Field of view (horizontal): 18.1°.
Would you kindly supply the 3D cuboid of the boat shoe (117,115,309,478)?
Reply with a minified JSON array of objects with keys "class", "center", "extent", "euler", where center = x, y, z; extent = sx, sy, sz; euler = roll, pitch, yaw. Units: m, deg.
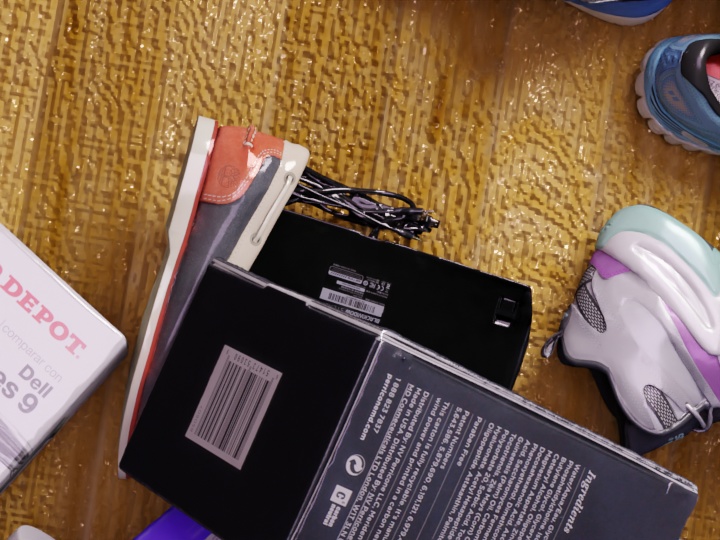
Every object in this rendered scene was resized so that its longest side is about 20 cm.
[{"class":"boat shoe","center":[-0.082,0.020,1.190],"extent":[0.062,0.071,0.201],"euler":[15,98,-9]}]

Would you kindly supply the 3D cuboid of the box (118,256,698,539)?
[{"class":"box","center":[0.019,0.100,1.104],"extent":[0.196,0.200,0.125],"euler":[25,88,-28]}]

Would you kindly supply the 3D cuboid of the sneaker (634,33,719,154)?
[{"class":"sneaker","center":[0.251,-0.078,1.231],"extent":[0.199,0.090,0.079],"euler":[15,83,-4]}]

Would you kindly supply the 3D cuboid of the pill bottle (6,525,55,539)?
[{"class":"pill bottle","center":[-0.212,0.226,1.135],"extent":[0.112,0.112,0.200],"euler":[45,93,1]}]

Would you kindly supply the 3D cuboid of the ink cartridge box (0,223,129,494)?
[{"class":"ink cartridge box","center":[-0.238,0.063,1.178],"extent":[0.146,0.084,0.200],"euler":[42,82,0]}]

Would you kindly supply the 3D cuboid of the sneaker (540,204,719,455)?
[{"class":"sneaker","center":[0.190,0.071,1.225],"extent":[0.199,0.078,0.140],"euler":[32,88,3]}]

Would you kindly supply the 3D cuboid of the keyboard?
[{"class":"keyboard","center":[0.000,0.000,1.238],"extent":[0.199,0.040,0.105],"euler":[18,106,-4]}]

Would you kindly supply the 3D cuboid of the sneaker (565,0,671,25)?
[{"class":"sneaker","center":[0.083,-0.187,1.217],"extent":[0.199,0.111,0.077],"euler":[17,83,-3]}]

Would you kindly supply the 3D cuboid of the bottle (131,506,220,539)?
[{"class":"bottle","center":[-0.052,0.213,1.179],"extent":[0.200,0.084,0.065],"euler":[49,44,2]}]
